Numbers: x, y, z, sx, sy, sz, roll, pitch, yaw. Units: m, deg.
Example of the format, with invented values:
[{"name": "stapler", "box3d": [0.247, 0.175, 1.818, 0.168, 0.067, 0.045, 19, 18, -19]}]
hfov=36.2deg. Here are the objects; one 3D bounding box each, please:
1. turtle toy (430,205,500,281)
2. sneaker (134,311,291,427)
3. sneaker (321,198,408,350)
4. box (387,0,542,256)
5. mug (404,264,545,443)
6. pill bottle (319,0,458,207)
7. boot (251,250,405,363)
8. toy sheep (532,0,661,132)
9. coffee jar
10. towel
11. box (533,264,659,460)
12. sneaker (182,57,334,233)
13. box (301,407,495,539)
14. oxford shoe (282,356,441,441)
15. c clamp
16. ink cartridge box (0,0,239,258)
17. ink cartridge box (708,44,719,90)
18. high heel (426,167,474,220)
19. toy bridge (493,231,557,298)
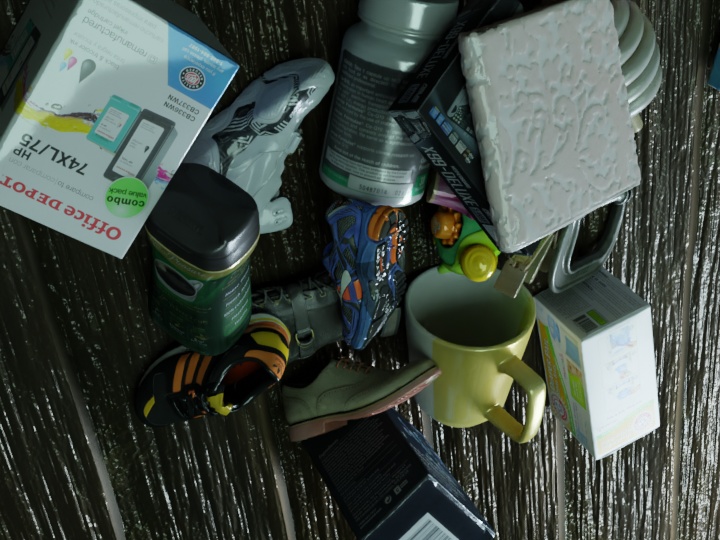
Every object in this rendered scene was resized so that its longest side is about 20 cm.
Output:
[{"name": "turtle toy", "box3d": [0.146, -0.077, 1.190, 0.101, 0.146, 0.201, 41, 97, 4]}, {"name": "sneaker", "box3d": [-0.161, 0.120, 1.144, 0.198, 0.091, 0.070, -30, 120, 16]}, {"name": "sneaker", "box3d": [0.000, 0.000, 1.119, 0.075, 0.078, 0.202, -44, 153, -38]}, {"name": "box", "box3d": [0.136, -0.139, 1.045, 0.200, 0.049, 0.158, 48, 69, -30]}, {"name": "mug", "box3d": [0.119, 0.108, 1.252, 0.147, 0.188, 0.155, 0, 128, -4]}, {"name": "pill bottle", "box3d": [0.029, -0.175, 1.081, 0.111, 0.113, 0.203, -1, 118, -25]}, {"name": "boot", "box3d": [-0.043, 0.018, 1.185, 0.171, 0.069, 0.203, -12, 121, -17]}, {"name": "toy sheep", "box3d": [0.246, -0.217, 1.143, 0.138, 0.138, 0.200, -44, 128, 4]}, {"name": "coffee jar", "box3d": [-0.151, -0.009, 1.047, 0.086, 0.104, 0.201, -50, 166, -31]}, {"name": "towel", "box3d": [0.178, -0.144, 1.024, 0.189, 0.032, 0.203, -26, 111, -32]}, {"name": "box", "box3d": [0.295, 0.115, 1.372, 0.100, 0.113, 0.202, -24, 125, -13]}, {"name": "sneaker", "box3d": [-0.089, -0.114, 1.086, 0.199, 0.075, 0.115, -38, 127, 5]}, {"name": "box", "box3d": [0.038, 0.245, 1.268, 0.107, 0.200, 0.148, -43, 127, 2]}, {"name": "oxford shoe", "box3d": [-0.006, 0.127, 1.217, 0.198, 0.075, 0.071, -23, 172, 21]}, {"name": "c clamp", "box3d": [0.268, -0.056, 1.268, 0.199, 0.027, 0.173, -12, 121, -56]}, {"name": "ink cartridge box", "box3d": [-0.230, -0.148, 0.952, 0.146, 0.146, 0.201, 25, 105, -34]}, {"name": "ink cartridge box", "box3d": [0.512, -0.279, 1.224, 0.144, 0.146, 0.203, -3, 118, -24]}, {"name": "high heel", "box3d": [0.131, -0.149, 1.123, 0.094, 0.067, 0.203, 14, 70, -10]}, {"name": "toy bridge", "box3d": [0.195, -0.020, 1.229, 0.068, 0.027, 0.200, -67, 165, 17]}]
